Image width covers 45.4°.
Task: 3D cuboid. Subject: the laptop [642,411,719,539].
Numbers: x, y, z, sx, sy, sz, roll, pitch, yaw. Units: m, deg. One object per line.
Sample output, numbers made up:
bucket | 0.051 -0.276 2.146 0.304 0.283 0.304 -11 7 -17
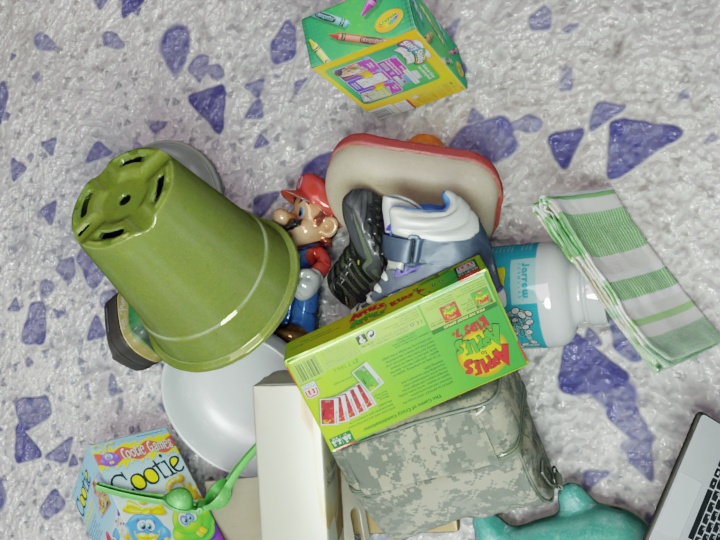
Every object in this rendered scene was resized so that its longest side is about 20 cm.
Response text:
laptop | 0.366 0.260 0.780 0.116 0.200 0.188 17 80 56

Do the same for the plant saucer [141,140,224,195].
plant saucer | -0.275 -0.079 1.133 0.199 0.050 0.201 -3 81 21

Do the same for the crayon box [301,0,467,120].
crayon box | 0.033 -0.235 0.947 0.118 0.200 0.059 -16 78 19

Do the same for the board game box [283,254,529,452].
board game box | 0.041 0.076 0.792 0.199 0.048 0.102 -25 106 6

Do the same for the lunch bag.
lunch bag | 0.085 0.185 0.874 0.199 0.139 0.168 -20 108 20

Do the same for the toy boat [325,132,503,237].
toy boat | 0.063 -0.105 0.970 0.199 0.131 0.131 10 46 8

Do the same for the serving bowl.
serving bowl | -0.131 0.144 1.009 0.199 0.066 0.201 8 118 15

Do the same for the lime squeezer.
lime squeezer | -0.189 0.243 0.960 0.199 0.071 0.038 -16 33 -2

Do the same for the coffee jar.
coffee jar | -0.227 0.038 1.072 0.199 0.085 0.105 -32 49 15

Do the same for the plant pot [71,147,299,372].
plant pot | -0.195 -0.024 0.901 0.199 0.190 0.201 -15 53 21

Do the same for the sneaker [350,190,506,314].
sneaker | 0.031 0.002 0.841 0.199 0.081 0.147 -22 98 11

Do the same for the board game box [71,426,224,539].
board game box | -0.244 0.301 1.004 0.200 0.103 0.105 53 132 29

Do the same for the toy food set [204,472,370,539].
toy food set | -0.084 0.301 0.990 0.199 0.060 0.144 -11 85 22

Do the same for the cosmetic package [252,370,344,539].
cosmetic package | -0.061 0.207 0.885 0.071 0.105 0.201 -3 93 7

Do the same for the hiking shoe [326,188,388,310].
hiking shoe | 0.000 0.000 0.945 0.100 0.201 0.076 -1 39 25

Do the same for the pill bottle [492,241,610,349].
pill bottle | 0.157 0.028 0.908 0.199 0.111 0.111 -6 80 21

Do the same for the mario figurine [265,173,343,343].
mario figurine | -0.084 -0.018 1.017 0.123 0.106 0.201 10 89 23

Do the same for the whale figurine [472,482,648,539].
whale figurine | 0.201 0.293 0.856 0.199 0.104 0.160 6 86 21

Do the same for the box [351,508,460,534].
box | 0.028 0.197 0.985 0.163 0.021 0.201 -8 80 21

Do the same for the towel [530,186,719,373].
towel | 0.267 0.001 0.850 0.023 0.152 0.200 -48 65 38
